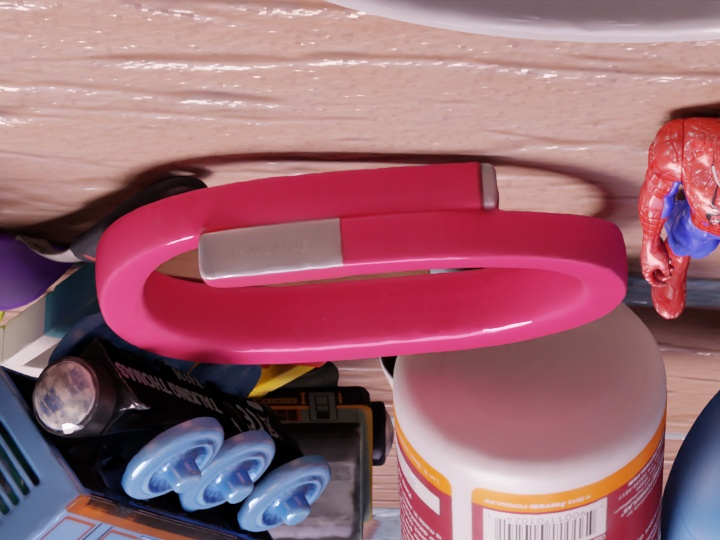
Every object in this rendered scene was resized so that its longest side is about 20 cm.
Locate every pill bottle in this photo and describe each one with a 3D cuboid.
[{"bbox_3d":[0.072,0.106,1.208,0.112,0.113,0.201,1,137,4],"label":"pill bottle"}]

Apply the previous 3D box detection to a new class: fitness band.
[{"bbox_3d":[0.000,0.000,1.059,0.199,0.038,0.144,-4,165,4],"label":"fitness band"}]

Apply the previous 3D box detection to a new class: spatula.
[{"bbox_3d":[-0.113,-0.010,1.107,0.056,0.021,0.200,11,165,-32],"label":"spatula"}]

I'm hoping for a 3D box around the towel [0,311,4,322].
[{"bbox_3d":[-0.205,0.023,1.286,0.085,0.018,0.200,4,168,-12],"label":"towel"}]

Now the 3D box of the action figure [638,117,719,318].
[{"bbox_3d":[0.129,-0.016,0.981,0.065,0.052,0.200,4,166,8],"label":"action figure"}]

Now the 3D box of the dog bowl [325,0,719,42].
[{"bbox_3d":[0.052,-0.098,0.580,0.199,0.059,0.200,2,167,0],"label":"dog bowl"}]

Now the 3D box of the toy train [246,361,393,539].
[{"bbox_3d":[-0.082,0.085,1.329,0.199,0.086,0.114,1,-165,-4],"label":"toy train"}]

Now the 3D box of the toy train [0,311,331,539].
[{"bbox_3d":[-0.094,0.083,1.167,0.114,0.087,0.200,-40,156,10],"label":"toy train"}]

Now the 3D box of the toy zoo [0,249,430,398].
[{"bbox_3d":[-0.073,0.024,1.217,0.130,0.021,0.200,7,162,-25],"label":"toy zoo"}]

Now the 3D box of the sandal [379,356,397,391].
[{"bbox_3d":[0.059,0.057,1.297,0.079,0.060,0.207,-1,167,13],"label":"sandal"}]

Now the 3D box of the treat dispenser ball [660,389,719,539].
[{"bbox_3d":[0.229,0.122,1.237,0.199,0.202,0.201,2,168,0],"label":"treat dispenser ball"}]
